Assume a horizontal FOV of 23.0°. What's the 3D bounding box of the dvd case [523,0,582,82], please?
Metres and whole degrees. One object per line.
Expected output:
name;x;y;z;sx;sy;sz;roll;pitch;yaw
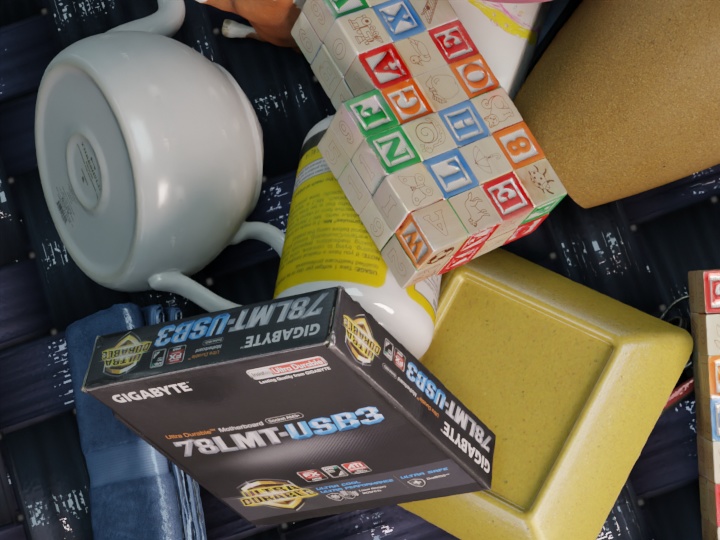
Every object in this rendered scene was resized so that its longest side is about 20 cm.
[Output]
dvd case;0.076;-0.243;1.346;0.200;0.018;0.143;34;84;13

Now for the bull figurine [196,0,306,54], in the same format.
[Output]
bull figurine;-0.067;-0.201;1.268;0.121;0.200;0.065;14;82;21

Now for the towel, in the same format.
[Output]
towel;-0.158;0.126;1.260;0.048;0.111;0.201;-6;84;-39

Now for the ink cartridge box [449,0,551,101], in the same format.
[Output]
ink cartridge box;0.068;-0.174;1.289;0.117;0.067;0.201;18;82;10

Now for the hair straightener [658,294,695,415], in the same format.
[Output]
hair straightener;0.191;0.073;1.254;0.200;0.041;0.077;-34;76;5

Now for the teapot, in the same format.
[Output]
teapot;-0.134;-0.081;1.277;0.146;0.197;0.201;-14;116;-32

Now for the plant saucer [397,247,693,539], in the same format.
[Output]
plant saucer;0.099;0.089;1.232;0.199;0.048;0.201;25;83;29

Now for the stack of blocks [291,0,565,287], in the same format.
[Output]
stack of blocks;0.033;-0.103;1.184;0.115;0.059;0.201;-23;75;-28

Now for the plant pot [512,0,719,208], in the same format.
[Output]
plant pot;0.212;-0.138;1.241;0.200;0.186;0.187;-38;76;14

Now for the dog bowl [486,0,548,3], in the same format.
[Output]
dog bowl;0.095;-0.256;1.199;0.199;0.074;0.201;5;42;-5

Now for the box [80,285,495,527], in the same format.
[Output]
box;-0.044;0.094;1.156;0.199;0.198;0.050;-12;52;30

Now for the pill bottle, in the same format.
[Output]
pill bottle;0.000;0.000;1.232;0.114;0.114;0.201;5;61;8

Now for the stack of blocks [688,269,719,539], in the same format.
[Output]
stack of blocks;0.289;0.096;1.205;0.115;0.059;0.201;-3;89;0
